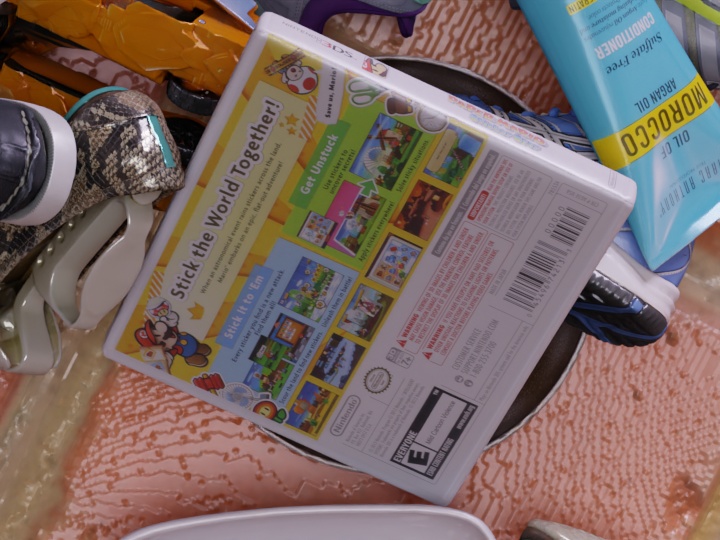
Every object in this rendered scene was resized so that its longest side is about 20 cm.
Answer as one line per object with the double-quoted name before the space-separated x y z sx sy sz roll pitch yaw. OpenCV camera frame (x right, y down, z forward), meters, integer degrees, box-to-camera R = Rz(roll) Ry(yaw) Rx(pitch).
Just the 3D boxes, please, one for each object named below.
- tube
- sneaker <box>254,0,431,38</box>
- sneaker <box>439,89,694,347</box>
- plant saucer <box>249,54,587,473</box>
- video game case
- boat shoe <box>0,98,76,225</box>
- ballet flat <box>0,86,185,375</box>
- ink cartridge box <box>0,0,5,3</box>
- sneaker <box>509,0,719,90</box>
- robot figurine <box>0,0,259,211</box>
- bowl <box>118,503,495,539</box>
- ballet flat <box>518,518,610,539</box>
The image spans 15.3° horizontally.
"tube" 0.111 -0.105 1.214 0.077 0.050 0.200 -34 101 -19
"sneaker" 0.033 -0.165 1.270 0.200 0.074 0.088 -24 107 9
"sneaker" 0.067 -0.045 1.250 0.200 0.076 0.077 33 69 -5
"plant saucer" 0.014 -0.003 1.292 0.200 0.032 0.201 0 93 -2
"video game case" 0.000 0.000 1.213 0.182 0.023 0.200 24 125 -7
"boat shoe" -0.211 -0.059 1.203 0.060 0.200 0.076 12 82 -46
"ballet flat" -0.145 0.001 1.219 0.200 0.068 0.075 -44 65 35
"ink cartridge box" -0.194 -0.230 1.161 0.084 0.200 0.145 -31 137 -2
"sneaker" 0.158 -0.114 1.280 0.200 0.074 0.081 35 118 -10
"robot figurine" -0.124 -0.099 1.238 0.200 0.058 0.145 26 120 10
"bowl" -0.027 0.207 1.283 0.199 0.075 0.200 -3 94 -4
"ballet flat" 0.153 0.184 1.306 0.200 0.067 0.062 49 62 -9
